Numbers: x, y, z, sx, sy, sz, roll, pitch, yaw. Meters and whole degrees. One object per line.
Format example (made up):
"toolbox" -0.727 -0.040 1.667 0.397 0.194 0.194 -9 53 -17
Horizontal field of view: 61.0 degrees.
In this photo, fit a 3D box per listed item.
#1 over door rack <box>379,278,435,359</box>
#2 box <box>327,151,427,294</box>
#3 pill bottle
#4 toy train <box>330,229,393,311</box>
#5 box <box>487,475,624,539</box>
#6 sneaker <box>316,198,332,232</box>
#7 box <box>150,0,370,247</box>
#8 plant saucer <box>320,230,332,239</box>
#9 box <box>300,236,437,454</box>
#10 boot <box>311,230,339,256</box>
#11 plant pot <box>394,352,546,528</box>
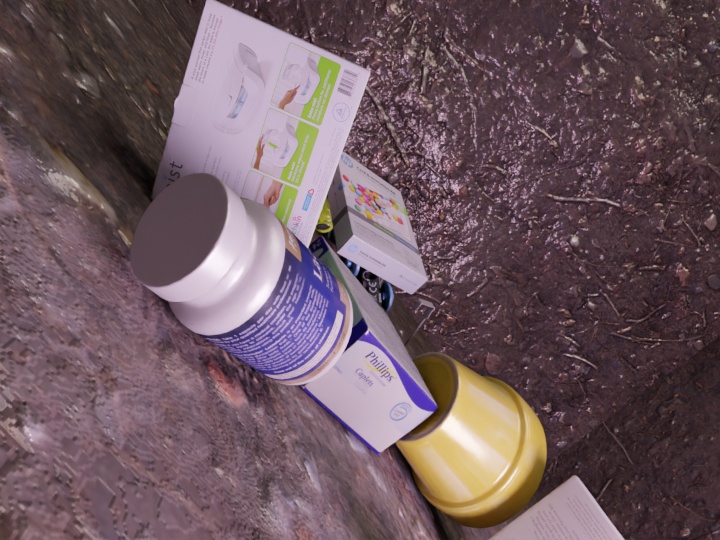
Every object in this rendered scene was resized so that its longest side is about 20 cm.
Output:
"over door rack" 0.057 0.087 1.050 0.065 0.204 0.149 3 36 -32
"box" 0.018 -0.078 0.924 0.154 0.041 0.204 29 33 -34
"pill bottle" -0.093 0.014 0.523 0.117 0.115 0.200 57 6 36
"toy train" 0.000 0.000 1.016 0.114 0.084 0.207 141 -52 -61
"box" 0.243 0.387 0.772 0.153 0.198 0.107 48 5 -39
"sneaker" -0.118 -0.132 1.031 0.196 0.076 0.083 30 21 17
"box" -0.103 -0.144 0.640 0.171 0.205 0.097 19 16 -7
"plant saucer" -0.114 -0.112 1.094 0.019 0.072 0.199 -15 40 -41
"box" -0.014 0.095 0.787 0.185 0.104 0.202 49 7 -39
"boot" -0.085 -0.044 0.941 0.145 0.068 0.208 9 74 -60
"plant pot" 0.130 0.221 0.850 0.189 0.200 0.202 43 10 -33
